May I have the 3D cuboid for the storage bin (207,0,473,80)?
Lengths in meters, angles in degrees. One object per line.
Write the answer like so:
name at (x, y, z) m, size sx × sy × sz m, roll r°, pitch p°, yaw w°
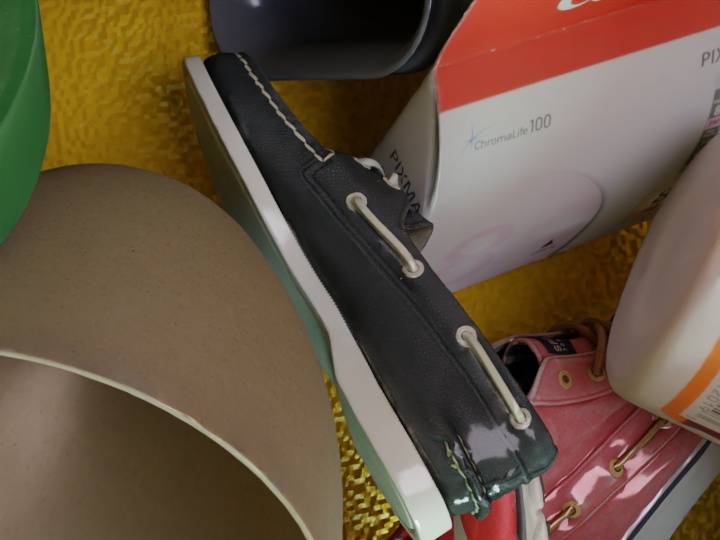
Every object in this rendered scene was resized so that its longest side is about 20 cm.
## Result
storage bin at (0.040, -0.170, 1.009) m, size 0.134 × 0.145 × 0.201 m, roll -2°, pitch 94°, yaw -40°

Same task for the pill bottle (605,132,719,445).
pill bottle at (0.203, 0.036, 1.027) m, size 0.199 × 0.114 × 0.115 m, roll 26°, pitch 79°, yaw -9°

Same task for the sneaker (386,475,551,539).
sneaker at (0.010, 0.133, 1.005) m, size 0.085 × 0.077 × 0.201 m, roll 9°, pitch 115°, yaw -20°

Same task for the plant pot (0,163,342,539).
plant pot at (-0.092, 0.043, 0.922) m, size 0.200 × 0.200 × 0.135 m, roll 40°, pitch 44°, yaw -26°

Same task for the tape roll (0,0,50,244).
tape roll at (-0.196, -0.058, 0.844) m, size 0.200 × 0.200 × 0.048 m, roll -34°, pitch 150°, yaw -24°

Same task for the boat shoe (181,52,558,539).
boat shoe at (0.000, 0.000, 0.964) m, size 0.060 × 0.076 × 0.201 m, roll -26°, pitch 72°, yaw -8°

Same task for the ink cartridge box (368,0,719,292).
ink cartridge box at (0.087, -0.062, 1.004) m, size 0.162 × 0.200 × 0.057 m, roll -19°, pitch 76°, yaw -28°

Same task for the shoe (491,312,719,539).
shoe at (0.102, 0.043, 1.086) m, size 0.091 × 0.071 × 0.200 m, roll 43°, pitch 75°, yaw -28°
